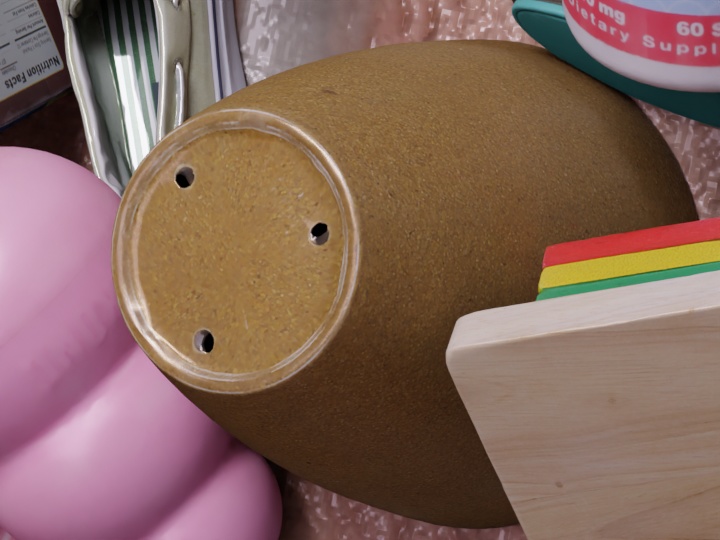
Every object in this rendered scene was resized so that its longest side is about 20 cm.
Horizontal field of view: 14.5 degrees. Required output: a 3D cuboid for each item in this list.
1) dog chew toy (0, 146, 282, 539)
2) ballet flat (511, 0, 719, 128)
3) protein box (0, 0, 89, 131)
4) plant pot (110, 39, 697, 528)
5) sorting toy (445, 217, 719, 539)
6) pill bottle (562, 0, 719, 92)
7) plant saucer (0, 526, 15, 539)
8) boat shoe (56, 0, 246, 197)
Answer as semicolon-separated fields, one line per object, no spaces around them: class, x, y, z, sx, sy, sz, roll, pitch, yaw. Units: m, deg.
dog chew toy;-0.105;0.051;1.073;0.124;0.125;0.200;-35;104;19
ballet flat;0.149;-0.075;1.010;0.199;0.069;0.070;30;99;22
protein box;-0.248;-0.120;1.120;0.198;0.135;0.201;-20;99;27
plant pot;0.000;0.000;0.995;0.185;0.200;0.188;-2;86;26
sorting toy;0.158;0.064;0.939;0.199;0.070;0.199;-10;126;23
pill bottle;0.113;-0.166;0.913;0.108;0.109;0.201;15;134;26
plant saucer;-0.203;0.064;1.171;0.199;0.051;0.202;-2;86;26
boat shoe;-0.088;-0.115;1.119;0.072;0.062;0.201;-20;79;23
